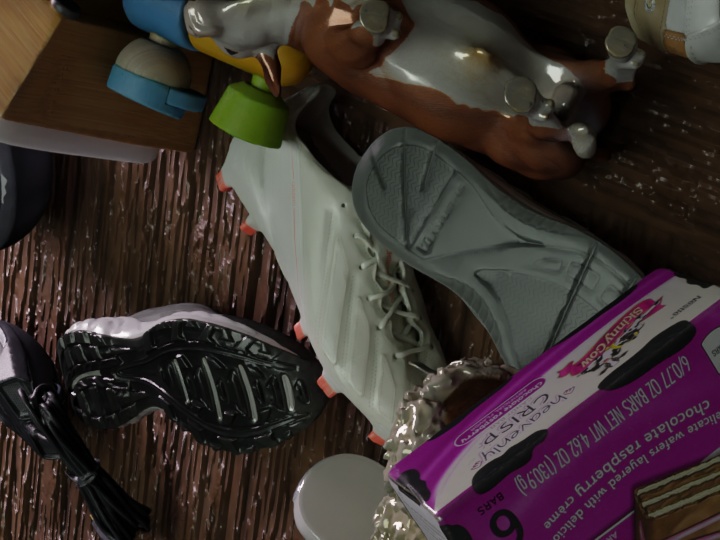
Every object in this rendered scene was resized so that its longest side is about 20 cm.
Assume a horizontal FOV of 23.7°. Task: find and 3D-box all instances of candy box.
[{"bbox_3d":[0.122,0.121,0.651,0.200,0.136,0.061,56,172,-17],"label":"candy box"}]

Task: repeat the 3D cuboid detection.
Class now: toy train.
[{"bbox_3d":[-0.035,-0.110,0.824,0.199,0.084,0.116,26,101,31],"label":"toy train"}]

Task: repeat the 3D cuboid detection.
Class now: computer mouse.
[{"bbox_3d":[-0.234,-0.091,1.065,0.200,0.052,0.139,52,133,38],"label":"computer mouse"},{"bbox_3d":[-0.186,0.096,1.057,0.200,0.046,0.141,23,146,58],"label":"computer mouse"}]

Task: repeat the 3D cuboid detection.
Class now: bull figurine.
[{"bbox_3d":[0.024,-0.096,0.734,0.121,0.199,0.065,142,148,-80],"label":"bull figurine"}]

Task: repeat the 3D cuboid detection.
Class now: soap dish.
[{"bbox_3d":[-0.182,-0.152,0.932,0.081,0.157,0.200,-49,65,20],"label":"soap dish"}]

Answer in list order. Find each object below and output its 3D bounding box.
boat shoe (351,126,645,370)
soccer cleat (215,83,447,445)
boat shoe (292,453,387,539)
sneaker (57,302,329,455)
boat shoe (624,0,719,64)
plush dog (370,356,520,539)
[{"bbox_3d":[0.083,0.007,0.780,0.202,0.065,0.075,39,105,24],"label":"boat shoe"},{"bbox_3d":[0.000,0.000,0.848,0.077,0.069,0.201,-39,73,27],"label":"soccer cleat"},{"bbox_3d":[0.044,0.175,0.847,0.200,0.072,0.069,35,156,15],"label":"boat shoe"},{"bbox_3d":[-0.083,0.047,0.921,0.200,0.079,0.074,4,112,48],"label":"sneaker"},{"bbox_3d":[0.135,-0.180,0.671,0.068,0.075,0.201,9,106,36],"label":"boat shoe"},{"bbox_3d":[0.049,0.149,0.750,0.172,0.200,0.160,-58,20,-12],"label":"plush dog"}]
